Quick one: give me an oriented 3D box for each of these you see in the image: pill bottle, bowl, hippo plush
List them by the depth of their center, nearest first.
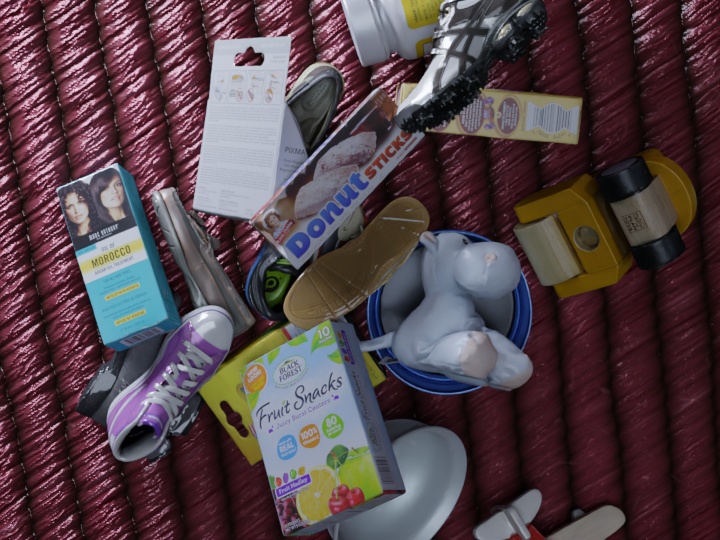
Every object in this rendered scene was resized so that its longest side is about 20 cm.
[{"bbox_3d":[0.082,-0.304,1.168,0.199,0.114,0.115,-18,99,2],"label":"pill bottle"},{"bbox_3d":[0.118,0.043,1.194,0.199,0.159,0.161,6,80,39],"label":"hippo plush"},{"bbox_3d":[0.025,0.253,1.252,0.201,0.090,0.202,-22,128,-31],"label":"bowl"},{"bbox_3d":[0.106,0.048,1.265,0.200,0.039,0.202,0,100,-1],"label":"bowl"}]

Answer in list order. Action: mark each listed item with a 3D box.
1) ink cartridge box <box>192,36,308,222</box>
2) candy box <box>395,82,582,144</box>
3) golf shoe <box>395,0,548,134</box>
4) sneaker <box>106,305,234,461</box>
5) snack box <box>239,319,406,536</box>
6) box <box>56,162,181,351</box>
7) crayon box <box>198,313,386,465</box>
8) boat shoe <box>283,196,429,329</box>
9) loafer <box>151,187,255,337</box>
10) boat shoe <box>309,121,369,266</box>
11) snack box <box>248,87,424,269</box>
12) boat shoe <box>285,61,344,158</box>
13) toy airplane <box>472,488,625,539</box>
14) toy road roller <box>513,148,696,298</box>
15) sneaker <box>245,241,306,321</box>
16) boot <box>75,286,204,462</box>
[{"bbox_3d":[-0.118,-0.155,1.175,0.057,0.162,0.201,10,92,-40],"label":"ink cartridge box"},{"bbox_3d":[0.141,-0.180,1.188,0.199,0.117,0.057,3,100,-2],"label":"candy box"},{"bbox_3d":[0.100,-0.229,1.097,0.200,0.078,0.095,-42,76,-3],"label":"golf shoe"},{"bbox_3d":[-0.211,0.136,1.186,0.073,0.114,0.201,37,96,-19],"label":"sneaker"},{"bbox_3d":[-0.046,0.175,1.157,0.142,0.053,0.201,-29,66,27],"label":"snack box"},{"bbox_3d":[-0.279,-0.016,1.205,0.082,0.049,0.201,-23,74,3],"label":"box"},{"bbox_3d":[-0.084,0.129,1.270,0.200,0.051,0.127,-33,98,4],"label":"crayon box"},{"bbox_3d":[0.000,0.000,1.199,0.200,0.069,0.074,-38,76,-6],"label":"boat shoe"},{"bbox_3d":[-0.186,-0.010,1.244,0.063,0.072,0.201,-23,106,-14],"label":"loafer"},{"bbox_3d":[-0.018,-0.073,1.230,0.062,0.071,0.201,12,100,-11],"label":"boat shoe"},{"bbox_3d":[-0.025,-0.098,1.109,0.072,0.024,0.200,44,85,-15],"label":"snack box"},{"bbox_3d":[-0.085,-0.152,1.215,0.073,0.065,0.200,27,99,-7],"label":"boat shoe"},{"bbox_3d":[0.221,0.373,1.285,0.199,0.141,0.200,8,62,6],"label":"toy airplane"},{"bbox_3d":[0.295,-0.065,1.223,0.200,0.146,0.123,-21,102,41],"label":"toy road roller"},{"bbox_3d":[-0.081,-0.031,1.211,0.071,0.083,0.200,5,114,-28],"label":"sneaker"},{"bbox_3d":[-0.241,0.126,1.269,0.131,0.070,0.200,34,104,-13],"label":"boot"}]
